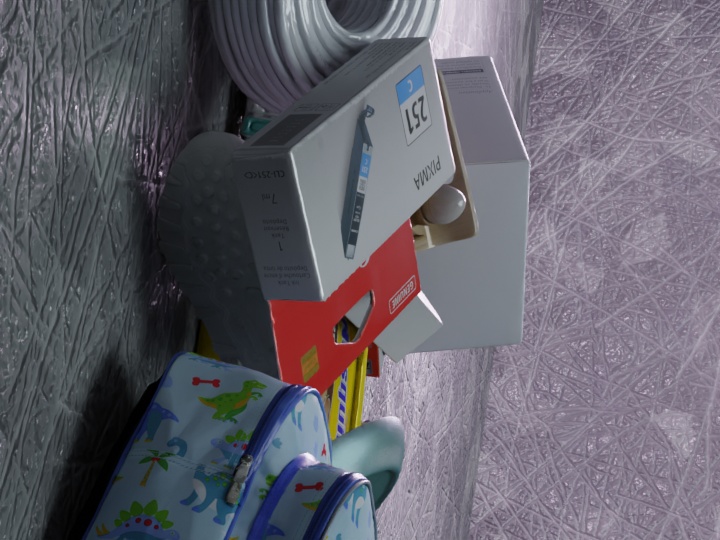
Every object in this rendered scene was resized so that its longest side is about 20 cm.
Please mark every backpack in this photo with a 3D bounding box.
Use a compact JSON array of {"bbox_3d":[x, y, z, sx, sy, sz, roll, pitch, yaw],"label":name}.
[{"bbox_3d":[-0.069,0.160,1.144,0.183,0.146,0.201,84,20,-52],"label":"backpack"}]

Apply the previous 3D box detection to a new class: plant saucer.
[{"bbox_3d":[-0.044,0.170,1.339,0.200,0.027,0.200,-37,163,-13],"label":"plant saucer"}]

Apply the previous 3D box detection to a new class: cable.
[{"bbox_3d":[-0.017,-0.195,1.313,0.200,0.069,0.201,-14,111,-52],"label":"cable"}]

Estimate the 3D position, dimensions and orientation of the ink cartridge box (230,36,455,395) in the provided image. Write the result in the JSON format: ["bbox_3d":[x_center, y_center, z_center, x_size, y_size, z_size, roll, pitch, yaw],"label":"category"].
[{"bbox_3d":[0.001,-0.026,1.251,0.200,0.045,0.177,-44,129,-54],"label":"ink cartridge box"}]

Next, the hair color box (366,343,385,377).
[{"bbox_3d":[-0.007,-0.013,1.763,0.201,0.061,0.102,87,12,-47],"label":"hair color box"}]

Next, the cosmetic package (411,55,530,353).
[{"bbox_3d":[0.080,-0.063,1.923,0.200,0.122,0.200,-101,-171,-55],"label":"cosmetic package"}]

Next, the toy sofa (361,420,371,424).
[{"bbox_3d":[-0.039,0.210,1.587,0.083,0.097,0.201,71,26,-69],"label":"toy sofa"}]

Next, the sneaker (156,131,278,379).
[{"bbox_3d":[-0.065,-0.011,1.262,0.081,0.076,0.201,-60,148,-41],"label":"sneaker"}]

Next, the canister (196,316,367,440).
[{"bbox_3d":[-0.055,0.078,1.441,0.200,0.086,0.149,53,43,-75],"label":"canister"}]

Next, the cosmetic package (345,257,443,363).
[{"bbox_3d":[0.000,0.000,1.439,0.051,0.083,0.200,-39,162,1],"label":"cosmetic package"}]

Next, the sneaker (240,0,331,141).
[{"bbox_3d":[-0.050,-0.143,1.429,0.091,0.077,0.201,141,-40,-81],"label":"sneaker"}]

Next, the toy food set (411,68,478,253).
[{"bbox_3d":[0.022,-0.076,1.629,0.200,0.060,0.144,-21,99,-57],"label":"toy food set"}]
